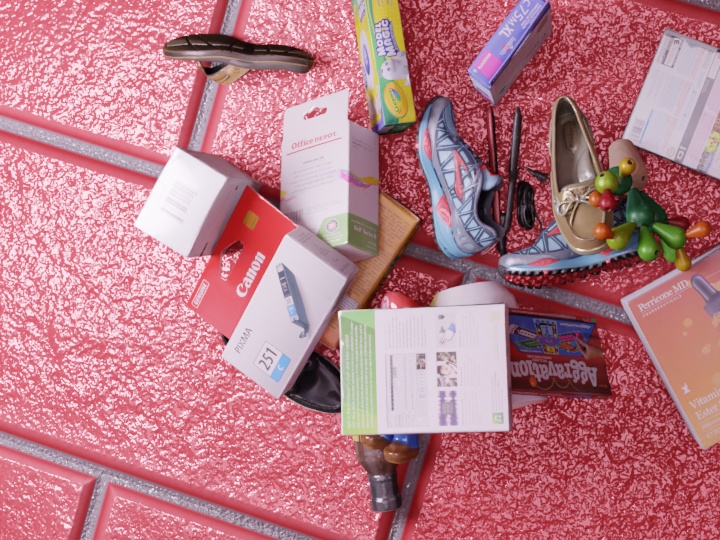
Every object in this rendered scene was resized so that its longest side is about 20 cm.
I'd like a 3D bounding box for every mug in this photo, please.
[{"bbox_3d":[0.127,0.101,1.689,0.184,0.149,0.156,-10,82,1],"label":"mug"}]

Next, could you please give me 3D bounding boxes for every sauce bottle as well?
[{"bbox_3d":[0.019,0.203,1.741,0.064,0.065,0.203,-6,95,8],"label":"sauce bottle"}]

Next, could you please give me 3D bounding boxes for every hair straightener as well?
[{"bbox_3d":[0.200,-0.106,1.722,0.076,0.041,0.203,-2,91,8],"label":"hair straightener"}]

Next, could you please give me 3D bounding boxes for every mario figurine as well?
[{"bbox_3d":[0.028,0.125,1.646,0.122,0.106,0.203,8,103,19],"label":"mario figurine"}]

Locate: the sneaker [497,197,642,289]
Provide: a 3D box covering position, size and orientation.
[{"bbox_3d":[0.262,-0.038,1.707,0.197,0.079,0.097,-13,73,-2],"label":"sneaker"}]

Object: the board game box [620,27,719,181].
[{"bbox_3d":[0.438,-0.190,1.678,0.198,0.064,0.149,23,95,8],"label":"board game box"}]

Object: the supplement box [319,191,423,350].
[{"bbox_3d":[0.000,0.000,1.739,0.068,0.067,0.202,32,96,6],"label":"supplement box"}]

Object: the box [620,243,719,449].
[{"bbox_3d":[0.429,0.089,1.663,0.151,0.106,0.202,-29,88,7],"label":"box"}]

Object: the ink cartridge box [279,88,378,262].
[{"bbox_3d":[-0.038,-0.111,1.703,0.116,0.067,0.203,-12,69,37],"label":"ink cartridge box"}]

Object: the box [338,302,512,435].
[{"bbox_3d":[0.074,0.114,1.571,0.197,0.036,0.147,-2,83,12],"label":"box"}]

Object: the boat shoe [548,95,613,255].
[{"bbox_3d":[0.263,-0.115,1.661,0.072,0.063,0.203,-10,61,16],"label":"boat shoe"}]

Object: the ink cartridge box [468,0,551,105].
[{"bbox_3d":[0.181,-0.266,1.641,0.042,0.200,0.120,37,95,4],"label":"ink cartridge box"}]

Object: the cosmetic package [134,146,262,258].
[{"bbox_3d":[-0.197,-0.083,1.696,0.080,0.200,0.114,30,97,7],"label":"cosmetic package"}]

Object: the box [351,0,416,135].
[{"bbox_3d":[0.027,-0.276,1.702,0.048,0.117,0.203,-7,89,-7],"label":"box"}]

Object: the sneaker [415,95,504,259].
[{"bbox_3d":[0.133,-0.120,1.699,0.094,0.079,0.203,-8,99,28],"label":"sneaker"}]

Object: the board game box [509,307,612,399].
[{"bbox_3d":[0.222,0.100,1.650,0.019,0.198,0.104,-29,63,45],"label":"board game box"}]

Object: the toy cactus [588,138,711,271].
[{"bbox_3d":[0.329,-0.089,1.609,0.102,0.199,0.167,-36,46,34],"label":"toy cactus"}]

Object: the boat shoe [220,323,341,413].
[{"bbox_3d":[-0.097,0.121,1.753,0.199,0.066,0.075,39,95,5],"label":"boat shoe"}]

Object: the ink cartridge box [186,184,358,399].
[{"bbox_3d":[-0.119,0.028,1.668,0.175,0.045,0.201,36,119,10],"label":"ink cartridge box"}]

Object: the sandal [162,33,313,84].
[{"bbox_3d":[-0.159,-0.266,1.760,0.197,0.082,0.055,7,114,0],"label":"sandal"}]
